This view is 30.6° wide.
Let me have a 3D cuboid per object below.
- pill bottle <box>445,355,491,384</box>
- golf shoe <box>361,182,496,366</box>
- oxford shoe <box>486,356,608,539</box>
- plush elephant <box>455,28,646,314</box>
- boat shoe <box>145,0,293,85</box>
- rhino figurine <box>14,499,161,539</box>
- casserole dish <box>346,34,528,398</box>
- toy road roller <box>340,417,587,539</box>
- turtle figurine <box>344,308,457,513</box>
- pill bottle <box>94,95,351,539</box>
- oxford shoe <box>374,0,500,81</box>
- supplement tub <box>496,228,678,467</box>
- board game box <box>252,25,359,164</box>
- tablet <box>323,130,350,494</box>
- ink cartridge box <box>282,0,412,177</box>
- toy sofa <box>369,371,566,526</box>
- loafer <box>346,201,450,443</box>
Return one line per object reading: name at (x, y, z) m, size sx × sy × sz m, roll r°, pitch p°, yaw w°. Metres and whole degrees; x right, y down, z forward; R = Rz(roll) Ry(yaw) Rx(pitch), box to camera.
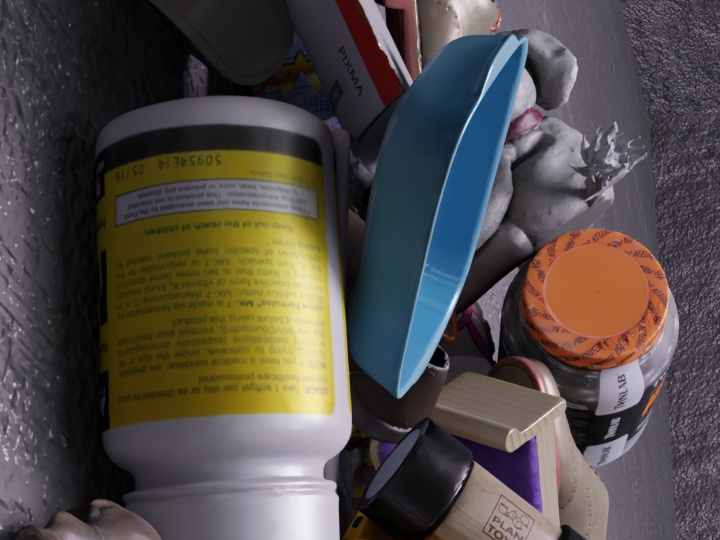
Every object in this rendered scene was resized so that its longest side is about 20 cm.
pill bottle at (0.075, 0.169, 0.964) m, size 0.111 × 0.111 × 0.200 m, roll -46°, pitch 126°, yaw -68°
golf shoe at (0.043, 0.021, 1.014) m, size 0.092 × 0.073 × 0.200 m, roll -14°, pitch 89°, yaw -55°
oxford shoe at (0.127, 0.141, 0.895) m, size 0.075 × 0.070 × 0.200 m, roll -26°, pitch 118°, yaw -36°
plush elephant at (0.098, -0.084, 0.947) m, size 0.165 × 0.200 × 0.155 m, roll -23°, pitch 71°, yaw -37°
boat shoe at (-0.106, -0.177, 0.676) m, size 0.062 × 0.073 × 0.200 m, roll 39°, pitch -9°, yaw 44°
rhino figurine at (-0.099, 0.185, 0.513) m, size 0.087 × 0.060 × 0.200 m, roll -20°, pitch 103°, yaw -69°
casserole dish at (0.033, -0.029, 0.642) m, size 0.121 × 0.039 × 0.200 m, roll -56°, pitch 163°, yaw -47°
toy road roller at (0.019, 0.186, 0.644) m, size 0.123 × 0.146 × 0.200 m, roll 37°, pitch 55°, yaw -4°
turtle figurine at (0.000, 0.077, 0.847) m, size 0.161 × 0.064 × 0.200 m, roll 23°, pitch 76°, yaw -58°
pill bottle at (-0.062, 0.032, 0.601) m, size 0.114 × 0.114 × 0.200 m, roll 30°, pitch 54°, yaw -68°
oxford shoe at (0.053, -0.129, 0.785) m, size 0.070 × 0.075 × 0.200 m, roll -120°, pitch -164°, yaw -61°
supplement tub at (0.160, 0.058, 0.947) m, size 0.200 × 0.122 × 0.123 m, roll 82°, pitch 8°, yaw -64°
board game box at (-0.027, -0.153, 0.828) m, size 0.200 × 0.062 × 0.200 m, roll -61°, pitch 140°, yaw -76°
tablet at (-0.029, 0.027, 0.700) m, size 0.130 × 0.014 × 0.200 m, roll -167°, pitch -101°, yaw -72°
ink cartridge box at (-0.022, -0.140, 0.643) m, size 0.161 × 0.050 × 0.200 m, roll 66°, pitch 8°, yaw 10°
toy sofa at (0.077, 0.175, 0.832) m, size 0.098 × 0.083 × 0.200 m, roll -27°, pitch 119°, yaw -41°
loafer at (0.000, 0.000, 0.769) m, size 0.073 × 0.071 × 0.200 m, roll -4°, pitch 58°, yaw -49°
